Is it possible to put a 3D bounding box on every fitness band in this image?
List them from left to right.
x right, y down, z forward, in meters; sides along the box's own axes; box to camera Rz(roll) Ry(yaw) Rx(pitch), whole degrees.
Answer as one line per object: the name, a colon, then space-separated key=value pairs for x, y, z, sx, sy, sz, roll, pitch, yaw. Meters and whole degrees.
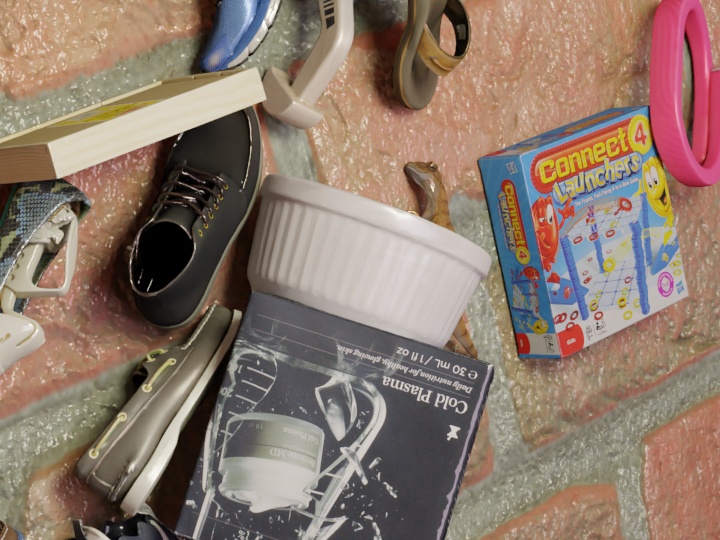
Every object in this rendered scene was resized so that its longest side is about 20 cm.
fitness band: x=0.329 y=-0.179 z=1.918 sx=0.144 sy=0.037 sz=0.201 roll=39 pitch=51 yaw=-53

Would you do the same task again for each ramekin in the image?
ramekin: x=0.000 y=0.000 z=1.565 sx=0.202 sy=0.202 sz=0.095 roll=23 pitch=84 yaw=-39

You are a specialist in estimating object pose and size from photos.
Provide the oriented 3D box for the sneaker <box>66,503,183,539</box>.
sneaker: x=-0.201 y=0.258 z=1.458 sx=0.199 sy=0.079 sz=0.130 roll=-45 pitch=117 yaw=-32

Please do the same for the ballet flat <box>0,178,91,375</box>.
ballet flat: x=-0.253 y=0.019 z=1.410 sx=0.074 sy=0.074 sz=0.201 roll=32 pitch=70 yaw=-37

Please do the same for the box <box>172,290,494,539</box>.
box: x=-0.018 y=0.144 z=1.493 sx=0.199 sy=0.124 sz=0.198 roll=17 pitch=81 yaw=5

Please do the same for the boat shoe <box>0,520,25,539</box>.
boat shoe: x=-0.322 y=0.232 z=1.355 sx=0.200 sy=0.072 sz=0.073 roll=-41 pitch=114 yaw=-34

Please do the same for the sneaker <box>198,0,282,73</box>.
sneaker: x=-0.104 y=-0.255 z=1.559 sx=0.089 sy=0.079 sz=0.201 roll=15 pitch=87 yaw=-16

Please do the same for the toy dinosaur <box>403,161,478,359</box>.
toy dinosaur: x=0.071 y=0.003 z=1.712 sx=0.106 sy=0.060 sz=0.201 roll=-19 pitch=102 yaw=-41

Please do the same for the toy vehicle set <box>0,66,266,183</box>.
toy vehicle set: x=-0.185 y=-0.109 z=1.443 sx=0.199 sy=0.124 sz=0.027 roll=-25 pitch=106 yaw=-38

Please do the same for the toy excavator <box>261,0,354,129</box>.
toy excavator: x=-0.015 y=-0.242 z=1.599 sx=0.100 sy=0.194 sz=0.201 roll=25 pitch=46 yaw=-39

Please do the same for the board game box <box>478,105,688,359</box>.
board game box: x=0.217 y=-0.039 z=1.843 sx=0.199 sy=0.056 sz=0.197 roll=-23 pitch=105 yaw=-39

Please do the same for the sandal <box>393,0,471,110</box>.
sandal: x=0.069 y=-0.207 z=1.648 sx=0.201 sy=0.054 sz=0.081 roll=100 pitch=16 yaw=-51

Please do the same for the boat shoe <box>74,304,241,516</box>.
boat shoe: x=-0.154 y=0.097 z=1.504 sx=0.060 sy=0.072 sz=0.202 roll=29 pitch=53 yaw=-1

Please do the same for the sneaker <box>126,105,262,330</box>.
sneaker: x=-0.125 y=-0.057 z=1.495 sx=0.074 sy=0.106 sz=0.201 roll=15 pitch=77 yaw=3
